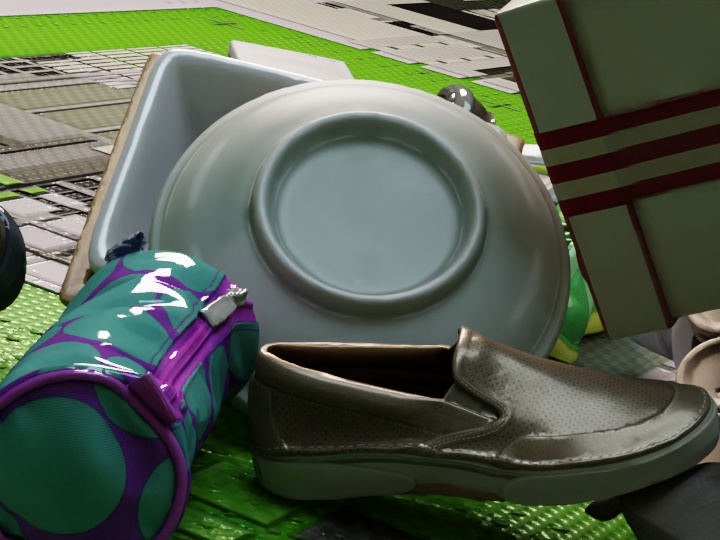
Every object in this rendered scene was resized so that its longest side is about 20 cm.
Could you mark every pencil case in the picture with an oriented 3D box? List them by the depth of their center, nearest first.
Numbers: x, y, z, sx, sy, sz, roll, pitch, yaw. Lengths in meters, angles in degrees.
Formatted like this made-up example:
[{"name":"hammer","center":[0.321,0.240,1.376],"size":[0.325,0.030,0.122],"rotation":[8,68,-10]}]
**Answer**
[{"name":"pencil case","center":[-0.094,0.049,0.864],"size":[0.085,0.092,0.200],"rotation":[53,13,-9]}]

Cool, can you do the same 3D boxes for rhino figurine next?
[{"name":"rhino figurine","center":[0.155,0.111,0.907],"size":[0.087,0.060,0.200],"rotation":[10,12,-23]}]

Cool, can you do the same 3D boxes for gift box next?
[{"name":"gift box","center":[0.180,-0.082,1.022],"size":[0.186,0.186,0.200],"rotation":[-13,11,27]}]

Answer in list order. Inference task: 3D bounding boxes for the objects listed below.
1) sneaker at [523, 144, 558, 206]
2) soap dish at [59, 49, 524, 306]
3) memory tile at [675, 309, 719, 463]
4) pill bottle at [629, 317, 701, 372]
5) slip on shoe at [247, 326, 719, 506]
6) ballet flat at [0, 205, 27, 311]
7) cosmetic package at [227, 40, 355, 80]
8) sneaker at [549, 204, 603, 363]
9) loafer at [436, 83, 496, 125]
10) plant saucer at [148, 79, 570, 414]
[{"name":"sneaker","center":[0.074,-0.037,1.387],"size":[0.199,0.074,0.081],"rotation":[0,50,17]},{"name":"soap dish","center":[-0.031,-0.017,1.075],"size":[0.199,0.081,0.158],"rotation":[13,56,3]},{"name":"memory tile","center":[0.231,0.034,1.072],"size":[0.152,0.017,0.201],"rotation":[-5,45,23]},{"name":"pill bottle","center":[0.238,0.036,1.164],"size":[0.111,0.112,0.199],"rotation":[-1,20,-44]},{"name":"slip on shoe","center":[0.050,0.056,0.916],"size":[0.199,0.061,0.076],"rotation":[-2,21,10]},{"name":"ballet flat","center":[-0.250,-0.014,1.048],"size":[0.199,0.074,0.073],"rotation":[10,13,15]},{"name":"cosmetic package","center":[-0.044,-0.069,1.341],"size":[0.084,0.108,0.200],"rotation":[10,13,-9]},{"name":"sneaker","center":[0.112,0.000,1.252],"size":[0.074,0.084,0.200],"rotation":[17,15,16]},{"name":"loafer","center":[0.055,-0.041,1.245],"size":[0.069,0.076,0.200],"rotation":[26,-20,4]},{"name":"plant saucer","center":[0.002,-0.017,1.000],"size":[0.199,0.050,0.201],"rotation":[3,57,-5]}]
